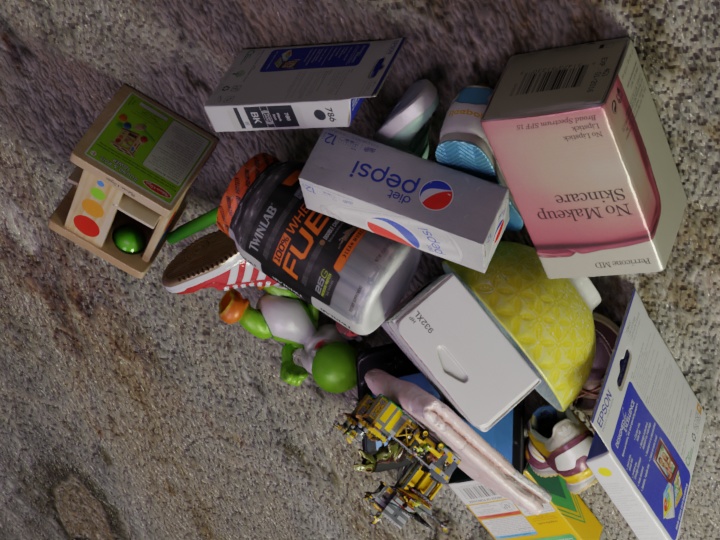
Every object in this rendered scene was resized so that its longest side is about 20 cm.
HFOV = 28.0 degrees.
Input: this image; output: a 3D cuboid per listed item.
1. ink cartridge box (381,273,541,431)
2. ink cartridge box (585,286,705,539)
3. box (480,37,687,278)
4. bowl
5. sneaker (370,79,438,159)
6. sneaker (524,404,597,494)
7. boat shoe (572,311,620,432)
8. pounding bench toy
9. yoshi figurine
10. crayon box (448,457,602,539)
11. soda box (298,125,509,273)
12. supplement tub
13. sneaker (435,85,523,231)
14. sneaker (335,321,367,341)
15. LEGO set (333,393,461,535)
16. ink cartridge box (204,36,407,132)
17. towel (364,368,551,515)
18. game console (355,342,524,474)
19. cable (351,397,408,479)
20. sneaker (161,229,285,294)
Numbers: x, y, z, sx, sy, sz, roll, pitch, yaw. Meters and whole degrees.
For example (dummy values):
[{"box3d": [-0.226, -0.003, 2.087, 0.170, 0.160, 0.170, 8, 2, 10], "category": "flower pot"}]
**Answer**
[{"box3d": [0.101, 0.084, 1.526, 0.145, 0.084, 0.200, 50, 177, -1], "category": "ink cartridge box"}, {"box3d": [0.295, 0.157, 1.531, 0.047, 0.198, 0.200, -15, 123, 38], "category": "ink cartridge box"}, {"box3d": [0.215, -0.103, 1.373, 0.127, 0.109, 0.201, -5, 130, 32], "category": "box"}, {"box3d": [0.187, 0.037, 1.516, 0.201, 0.107, 0.200, 51, 177, 4], "category": "bowl"}, {"box3d": [0.065, -0.110, 1.473, 0.118, 0.074, 0.201, 37, 149, 0], "category": "sneaker"}, {"box3d": [0.225, 0.190, 1.662, 0.091, 0.075, 0.200, 60, 170, -8], "category": "sneaker"}, {"box3d": [0.270, 0.133, 1.614, 0.072, 0.072, 0.201, 2, 133, 27], "category": "boat shoe"}, {"box3d": [-0.229, -0.075, 1.635, 0.199, 0.125, 0.156, 30, 140, -3], "category": "pounding bench toy"}, {"box3d": [-0.067, 0.077, 1.720, 0.200, 0.112, 0.112, 38, 132, -17], "category": "yoshi figurine"}, {"box3d": [0.219, 0.310, 1.842, 0.125, 0.052, 0.200, -17, 122, 40], "category": "crayon box"}, {"box3d": [0.043, -0.070, 1.408, 0.198, 0.069, 0.064, 20, 158, 15], "category": "soda box"}, {"box3d": [-0.044, -0.032, 1.510, 0.199, 0.123, 0.123, 32, 141, 15], "category": "supplement tub"}, {"box3d": [0.130, -0.105, 1.450, 0.076, 0.081, 0.200, 9, 156, 18], "category": "sneaker"}, {"box3d": [0.000, 0.000, 1.628, 0.097, 0.071, 0.201, 27, 138, 1], "category": "sneaker"}, {"box3d": [0.026, 0.222, 1.614, 0.154, 0.116, 0.200, 40, 172, -9], "category": "LEGO set"}, {"box3d": [-0.050, -0.185, 1.443, 0.198, 0.100, 0.039, 1, 133, 30], "category": "ink cartridge box"}, {"box3d": [0.104, 0.185, 1.599, 0.191, 0.032, 0.200, 42, 171, -17], "category": "towel"}, {"box3d": [0.094, 0.185, 1.713, 0.174, 0.117, 0.201, -11, 129, -9], "category": "game console"}, {"box3d": [0.065, 0.209, 1.849, 0.096, 0.051, 0.200, -15, 140, 13], "category": "cable"}, {"box3d": [-0.119, -0.001, 1.644, 0.199, 0.071, 0.113, -26, 128, 6], "category": "sneaker"}]
